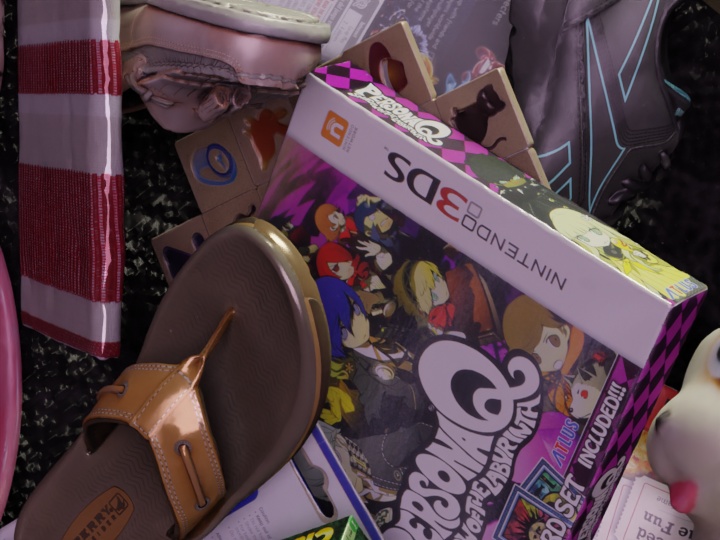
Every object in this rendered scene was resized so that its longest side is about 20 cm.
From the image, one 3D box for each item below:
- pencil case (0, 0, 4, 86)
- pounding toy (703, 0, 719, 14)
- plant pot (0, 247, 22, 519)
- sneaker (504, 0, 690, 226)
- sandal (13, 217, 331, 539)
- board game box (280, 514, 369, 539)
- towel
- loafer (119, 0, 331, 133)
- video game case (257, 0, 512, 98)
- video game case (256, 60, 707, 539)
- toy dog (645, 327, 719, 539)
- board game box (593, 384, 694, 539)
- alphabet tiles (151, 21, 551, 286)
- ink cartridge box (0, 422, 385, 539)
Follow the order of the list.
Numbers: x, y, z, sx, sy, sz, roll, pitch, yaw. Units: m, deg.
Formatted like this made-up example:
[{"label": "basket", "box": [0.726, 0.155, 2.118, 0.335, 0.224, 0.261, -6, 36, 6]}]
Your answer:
[{"label": "pencil case", "box": [-0.191, -0.143, 0.977, 0.078, 0.089, 0.201, 3, 89, -40]}, {"label": "pounding toy", "box": [0.269, -0.134, 0.918, 0.200, 0.142, 0.184, 40, 91, 4]}, {"label": "plant pot", "box": [-0.260, 0.043, 0.928, 0.178, 0.200, 0.201, -4, 88, 18]}, {"label": "sneaker", "box": [0.090, -0.044, 0.932, 0.079, 0.075, 0.201, 10, 105, 4]}, {"label": "sandal", "box": [-0.080, 0.067, 0.877, 0.080, 0.054, 0.200, 47, 118, 14]}, {"label": "board game box", "box": [0.005, 0.188, 0.908, 0.104, 0.024, 0.200, -21, 116, 30]}, {"label": "towel", "box": [-0.116, -0.071, 0.932, 0.023, 0.144, 0.201, -1, 95, -19]}, {"label": "loafer", "box": [-0.067, -0.082, 0.919, 0.072, 0.200, 0.063, 9, 97, -24]}, {"label": "video game case", "box": [0.051, -0.164, 0.992, 0.181, 0.023, 0.201, 30, 89, 4]}, {"label": "video game case", "box": [0.023, 0.047, 0.909, 0.181, 0.036, 0.201, 35, 119, 25]}, {"label": "toy dog", "box": [0.187, 0.110, 0.873, 0.193, 0.140, 0.201, -26, 88, -13]}, {"label": "board game box", "box": [0.116, 0.153, 0.964, 0.151, 0.046, 0.201, 25, 90, 4]}, {"label": "alphabet tiles", "box": [0.000, 0.000, 0.940, 0.199, 0.006, 0.167, -24, 87, 37]}, {"label": "ink cartridge box", "box": [-0.071, 0.117, 0.938, 0.200, 0.039, 0.100, -31, 85, 31]}]
